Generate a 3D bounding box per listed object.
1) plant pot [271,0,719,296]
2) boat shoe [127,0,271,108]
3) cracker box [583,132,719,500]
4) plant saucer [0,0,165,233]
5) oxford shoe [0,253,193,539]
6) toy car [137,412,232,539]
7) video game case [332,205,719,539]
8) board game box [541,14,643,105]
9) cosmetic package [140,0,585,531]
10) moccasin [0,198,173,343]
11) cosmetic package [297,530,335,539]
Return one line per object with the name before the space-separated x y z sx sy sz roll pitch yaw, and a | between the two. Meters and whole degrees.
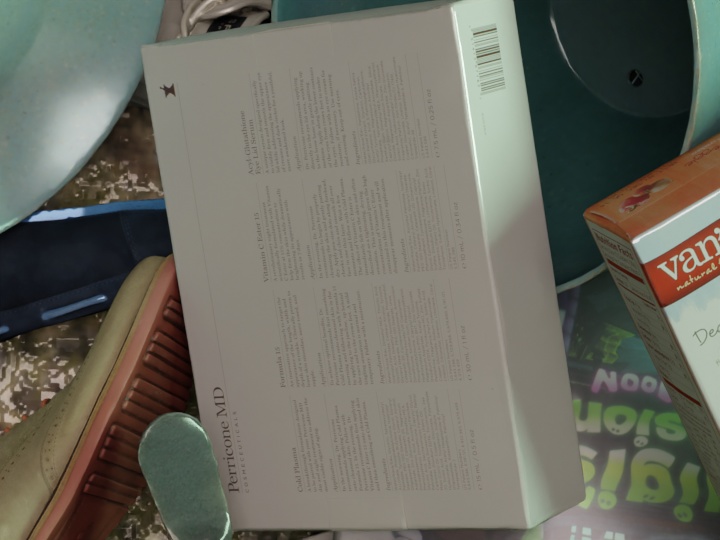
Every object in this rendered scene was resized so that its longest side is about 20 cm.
plant pot | 0.082 -0.099 1.119 0.200 0.135 0.201 10 107 35
boat shoe | -0.057 -0.092 1.206 0.200 0.066 0.072 26 80 2
cracker box | 0.185 0.034 1.026 0.134 0.058 0.200 -29 109 -7
plant saucer | -0.164 -0.102 1.102 0.039 0.201 0.201 32 78 35
oxford shoe | -0.128 0.076 1.122 0.075 0.070 0.200 23 79 23
toy car | -0.035 0.153 1.044 0.200 0.158 0.164 50 53 -4
video game case | 0.095 0.067 1.159 0.199 0.023 0.182 8 80 -2
board game box | 0.161 -0.048 1.220 0.135 0.035 0.201 -14 81 -6
cosmetic package | 0.000 0.000 1.085 0.150 0.052 0.201 -4 99 33
moccasin | -0.092 0.006 1.191 0.199 0.080 0.068 -5 85 10
cosmetic package | -0.079 0.173 1.166 0.199 0.051 0.083 -15 79 -7
